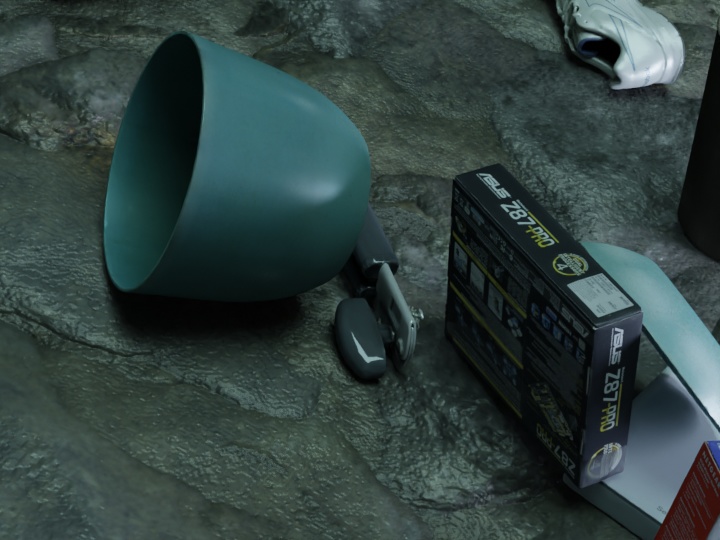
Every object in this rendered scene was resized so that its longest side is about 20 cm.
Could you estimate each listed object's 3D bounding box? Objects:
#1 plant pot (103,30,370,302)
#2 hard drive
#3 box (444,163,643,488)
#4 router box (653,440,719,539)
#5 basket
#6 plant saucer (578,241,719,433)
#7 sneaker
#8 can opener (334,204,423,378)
[{"bbox_3d":[-0.089,-0.066,1.506,0.160,0.201,0.201,14,38,-25],"label":"plant pot"},{"bbox_3d":[0.262,0.143,1.517,0.132,0.027,0.200,34,43,19],"label":"hard drive"},{"bbox_3d":[0.132,0.040,1.461,0.049,0.162,0.200,-17,41,-23],"label":"box"},{"bbox_3d":[0.303,0.192,1.357,0.199,0.180,0.049,1,43,-20],"label":"router box"},{"bbox_3d":[0.361,-0.111,1.704,0.179,0.201,0.136,13,39,-7],"label":"basket"},{"bbox_3d":[0.237,0.048,1.461,0.039,0.201,0.201,-37,54,4],"label":"plant saucer"},{"bbox_3d":[0.232,-0.253,1.921,0.087,0.075,0.200,-18,51,-29],"label":"sneaker"},{"bbox_3d":[0.000,0.000,1.563,0.066,0.053,0.201,-1,43,-19],"label":"can opener"}]
